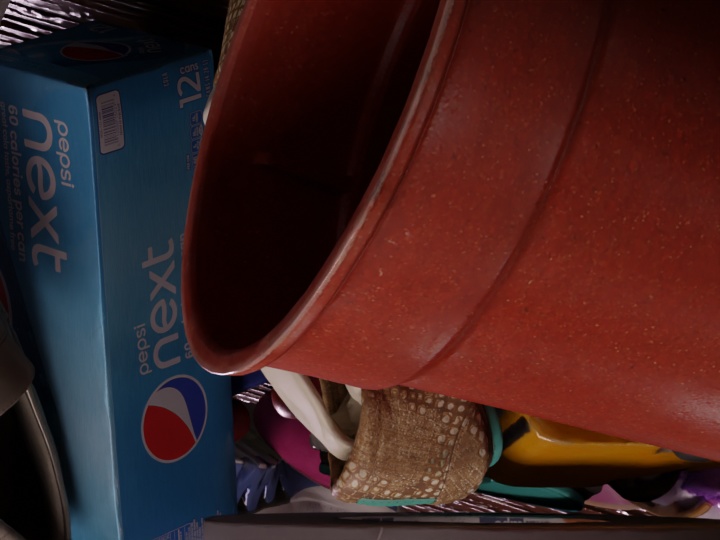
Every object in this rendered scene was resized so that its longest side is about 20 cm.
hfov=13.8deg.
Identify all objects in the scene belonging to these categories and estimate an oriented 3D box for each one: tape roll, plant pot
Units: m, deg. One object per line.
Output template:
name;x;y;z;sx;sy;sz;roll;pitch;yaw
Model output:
tape roll;0.041;0.123;1.087;0.199;0.067;0.200;0;177;0
plant pot;0.074;-0.034;0.898;0.194;0.202;0.201;20;159;-19

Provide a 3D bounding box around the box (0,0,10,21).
box;-0.209;-0.150;0.970;0.199;0.107;0.152;19;157;4

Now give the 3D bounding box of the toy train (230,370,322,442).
toy train;0.000;0.000;1.137;0.200;0.115;0.085;-24;88;48

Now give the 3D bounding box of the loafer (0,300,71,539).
loafer;-0.146;0.028;1.049;0.069;0.070;0.201;15;140;29

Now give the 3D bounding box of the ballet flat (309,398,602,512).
ballet flat;0.045;0.053;1.115;0.069;0.070;0.200;8;176;27

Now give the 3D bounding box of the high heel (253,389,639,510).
high heel;0.033;0.051;1.282;0.199;0.068;0.096;3;142;25

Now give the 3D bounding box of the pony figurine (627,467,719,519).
pony figurine;0.194;0.125;1.205;0.192;0.167;0.200;22;169;37

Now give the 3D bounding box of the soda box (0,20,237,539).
soda box;-0.094;0.015;1.107;0.068;0.064;0.201;17;117;41

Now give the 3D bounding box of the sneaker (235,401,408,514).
sneaker;-0.069;0.125;1.385;0.080;0.116;0.199;35;-172;29

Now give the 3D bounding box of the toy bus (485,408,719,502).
toy bus;0.136;0.029;1.044;0.199;0.079;0.065;-9;164;-19

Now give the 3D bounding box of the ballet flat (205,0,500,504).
ballet flat;-0.018;-0.012;0.999;0.065;0.201;0.071;-17;162;-21

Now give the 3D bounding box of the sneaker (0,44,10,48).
sneaker;-0.126;-0.018;1.209;0.078;0.080;0.200;12;164;17
